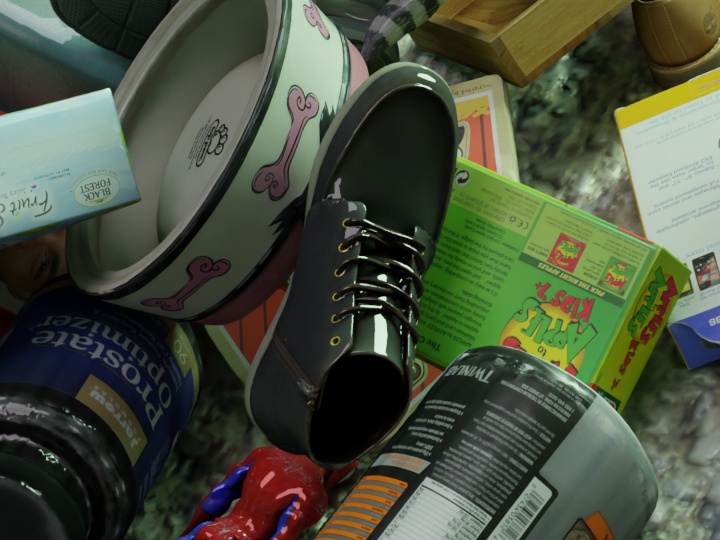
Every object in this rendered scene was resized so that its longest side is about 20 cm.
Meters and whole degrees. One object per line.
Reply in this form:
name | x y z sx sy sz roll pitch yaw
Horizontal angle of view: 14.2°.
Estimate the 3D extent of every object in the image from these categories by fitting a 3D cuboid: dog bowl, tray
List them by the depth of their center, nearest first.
dog bowl | -0.071 -0.061 1.512 0.200 0.074 0.201 -43 30 33
tray | 0.091 -0.157 1.655 0.098 0.037 0.200 -38 17 -5

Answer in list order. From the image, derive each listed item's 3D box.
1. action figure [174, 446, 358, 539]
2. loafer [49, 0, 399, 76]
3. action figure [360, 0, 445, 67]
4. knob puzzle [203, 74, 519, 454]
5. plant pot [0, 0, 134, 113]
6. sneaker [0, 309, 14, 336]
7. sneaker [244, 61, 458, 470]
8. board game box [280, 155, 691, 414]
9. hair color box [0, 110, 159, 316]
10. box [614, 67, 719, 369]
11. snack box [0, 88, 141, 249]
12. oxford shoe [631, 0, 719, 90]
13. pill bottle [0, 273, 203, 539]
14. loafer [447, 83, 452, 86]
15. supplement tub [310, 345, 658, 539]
action figure | -0.079 0.148 1.480 0.200 0.052 0.065 -38 44 -16
loafer | -0.074 -0.148 1.615 0.199 0.072 0.063 13 52 -11
action figure | 0.055 -0.191 1.604 0.193 0.105 0.200 -24 4 -22
knob puzzle | 0.000 0.000 1.548 0.218 0.030 0.221 -10 64 20
plant pot | -0.130 -0.151 1.733 0.199 0.197 0.196 33 68 29
sneaker | -0.233 0.069 1.637 0.077 0.085 0.201 -20 40 13
sneaker | 0.012 0.000 1.397 0.106 0.074 0.201 -155 83 -71
board game box | 0.057 0.002 1.469 0.199 0.048 0.102 26 88 31
hair color box | -0.191 -0.029 1.666 0.199 0.061 0.102 25 92 28
box | 0.206 -0.031 1.496 0.118 0.042 0.201 -21 42 12
snack box | -0.236 -0.031 1.512 0.168 0.068 0.200 -17 1 -32
oxford shoe | 0.187 -0.195 1.661 0.071 0.071 0.201 -16 39 20
pill bottle | -0.159 0.091 1.502 0.111 0.112 0.200 -14 23 20
loafer | -0.016 -0.063 1.648 0.199 0.072 0.073 -20 39 13
supplement tub | 0.040 0.143 1.347 0.122 0.123 0.200 17 59 43
